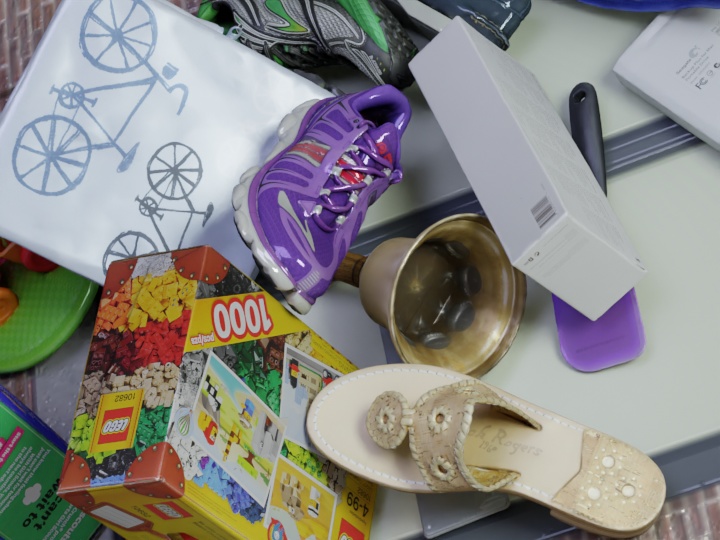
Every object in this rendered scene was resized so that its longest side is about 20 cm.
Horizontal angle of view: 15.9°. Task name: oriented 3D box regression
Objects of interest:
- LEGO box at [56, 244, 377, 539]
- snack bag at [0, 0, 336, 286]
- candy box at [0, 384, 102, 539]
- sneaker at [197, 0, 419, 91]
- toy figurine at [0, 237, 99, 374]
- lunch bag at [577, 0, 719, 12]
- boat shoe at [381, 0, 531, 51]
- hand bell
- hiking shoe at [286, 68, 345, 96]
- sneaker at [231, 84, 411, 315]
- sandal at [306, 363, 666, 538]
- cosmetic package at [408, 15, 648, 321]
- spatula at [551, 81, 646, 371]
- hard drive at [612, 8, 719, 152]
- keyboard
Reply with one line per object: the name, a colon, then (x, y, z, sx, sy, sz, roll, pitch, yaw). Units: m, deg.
LEGO box: (-0.074, 0.099, 1.501, 0.077, 0.200, 0.150, -9, 57, 33)
snack bag: (-0.130, -0.075, 1.641, 0.199, 0.021, 0.189, 27, 81, -3)
candy box: (-0.264, 0.089, 1.616, 0.169, 0.200, 0.077, 35, 84, 40)
sneaker: (-0.032, -0.155, 1.718, 0.085, 0.078, 0.200, -51, 42, -7)
toy figurine: (-0.262, -0.046, 1.681, 0.200, 0.184, 0.150, -43, 51, 16)
lunch bag: (0.181, -0.257, 1.618, 0.170, 0.124, 0.200, -56, 25, -14)
boat shoe: (0.029, -0.202, 1.709, 0.200, 0.075, 0.062, 36, 84, 37)
hand bell: (0.000, 0.000, 1.601, 0.200, 0.104, 0.104, 17, 71, 51)
hiking shoe: (-0.096, -0.088, 1.709, 0.199, 0.076, 0.101, 11, 65, 33)
sneaker: (-0.017, -0.055, 1.552, 0.083, 0.081, 0.200, -24, 28, 29)
sandal: (0.072, 0.092, 1.457, 0.211, 0.070, 0.078, 17, 70, 7)
cosmetic package: (0.098, -0.063, 1.562, 0.051, 0.082, 0.200, -44, 40, 18)
spatula: (0.141, -0.031, 1.577, 0.056, 0.021, 0.201, -20, 52, 28)
hard drive: (0.263, -0.120, 1.560, 0.132, 0.026, 0.200, -47, 51, -4)
keyboard: (0.046, 0.069, 1.580, 0.056, 0.011, 0.201, -27, 52, 20)
